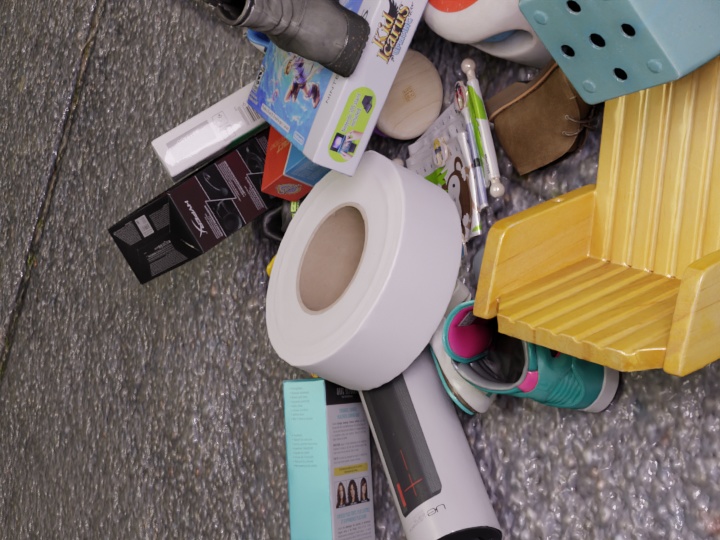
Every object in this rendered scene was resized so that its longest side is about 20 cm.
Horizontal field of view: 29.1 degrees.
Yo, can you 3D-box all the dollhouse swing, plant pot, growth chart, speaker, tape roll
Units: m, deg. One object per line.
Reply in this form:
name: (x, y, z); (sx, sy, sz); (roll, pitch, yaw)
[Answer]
dollhouse swing: (0.194, -0.053, 0.974); (0.199, 0.180, 0.178); (18, 121, 50)
plant pot: (0.206, -0.218, 0.944); (0.141, 0.142, 0.200); (-11, 34, 54)
growth chart: (0.077, -0.078, 1.252); (0.200, 0.018, 0.146); (131, 129, -58)
speaker: (0.057, 0.161, 1.215); (0.081, 0.080, 0.201); (-51, 44, 37)
tape roll: (0.000, 0.000, 1.235); (0.202, 0.070, 0.204); (-36, 41, 40)

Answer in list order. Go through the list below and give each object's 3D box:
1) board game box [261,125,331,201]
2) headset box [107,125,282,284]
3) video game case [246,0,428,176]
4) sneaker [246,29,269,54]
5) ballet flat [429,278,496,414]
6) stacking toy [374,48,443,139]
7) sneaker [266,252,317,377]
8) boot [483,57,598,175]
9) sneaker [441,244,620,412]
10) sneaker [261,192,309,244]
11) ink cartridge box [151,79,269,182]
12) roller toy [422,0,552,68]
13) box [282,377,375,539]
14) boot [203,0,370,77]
board game box: (-0.037, -0.185, 1.342); (0.153, 0.040, 0.202); (-29, 50, 59)
headset box: (-0.155, -0.079, 1.511); (0.148, 0.199, 0.078); (-22, 101, 51)
video game case: (-0.024, -0.200, 1.223); (0.183, 0.045, 0.200); (-66, 29, 11)
sneaker: (-0.048, -0.292, 1.481); (0.200, 0.082, 0.075); (-47, 45, 37)
ballet flat: (0.081, 0.045, 1.230); (0.070, 0.069, 0.201); (-63, 34, 24)
stacking toy: (-0.002, -0.173, 1.391); (0.199, 0.085, 0.087); (7, 88, 61)
sneaker: (-0.047, 0.071, 1.391); (0.073, 0.077, 0.201); (-48, 54, 37)
boot: (0.180, -0.140, 1.130); (0.200, 0.073, 0.076); (-33, 71, 55)
sneaker: (0.113, 0.037, 1.124); (0.084, 0.120, 0.200); (-63, 37, 24)
sneaker: (-0.035, -0.054, 1.401); (0.199, 0.082, 0.072); (-16, 71, 54)
ink cartridge box: (-0.145, -0.151, 1.507); (0.050, 0.160, 0.200); (58, 174, 0)
roller toy: (0.133, -0.272, 1.153); (0.201, 0.139, 0.184); (-54, 42, 34)
box: (-0.028, 0.201, 1.297); (0.049, 0.082, 0.203); (-6, 85, 29)
boot: (-0.081, -0.228, 1.154); (0.068, 0.130, 0.200); (-65, 29, 11)
